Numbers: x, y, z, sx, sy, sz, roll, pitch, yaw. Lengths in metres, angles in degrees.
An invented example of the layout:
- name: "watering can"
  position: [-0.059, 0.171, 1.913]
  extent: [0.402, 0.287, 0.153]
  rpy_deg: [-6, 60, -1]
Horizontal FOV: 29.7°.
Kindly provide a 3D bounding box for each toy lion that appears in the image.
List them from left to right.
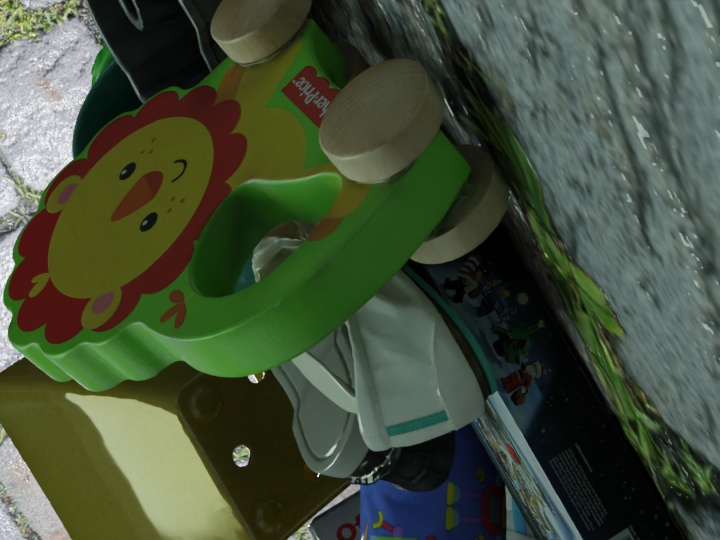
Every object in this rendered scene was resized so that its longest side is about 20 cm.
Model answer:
- name: "toy lion"
  position: [-0.062, -0.023, 0.551]
  extent: [0.069, 0.192, 0.200]
  rpy_deg: [46, 180, -37]

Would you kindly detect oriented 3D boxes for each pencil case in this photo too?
- name: "pencil case"
  position: [0.033, 0.127, 0.709]
  extent: [0.078, 0.086, 0.203]
  rpy_deg: [29, -122, -63]

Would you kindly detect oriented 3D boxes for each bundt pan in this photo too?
- name: "bundt pan"
  position: [-0.089, -0.154, 0.698]
  extent: [0.202, 0.075, 0.203]
  rpy_deg: [51, 161, 24]

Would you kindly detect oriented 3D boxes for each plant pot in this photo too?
- name: "plant pot"
  position: [-0.096, 0.103, 0.913]
  extent: [0.199, 0.195, 0.196]
  rpy_deg: [-11, 111, 56]

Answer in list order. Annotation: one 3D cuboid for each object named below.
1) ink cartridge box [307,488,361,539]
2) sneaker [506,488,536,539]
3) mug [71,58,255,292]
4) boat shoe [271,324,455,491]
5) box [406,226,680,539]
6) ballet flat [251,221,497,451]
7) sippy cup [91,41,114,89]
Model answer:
- name: "ink cartridge box"
  position: [0.072, 0.220, 0.913]
  extent: [0.202, 0.144, 0.084]
  rpy_deg: [59, 174, 10]
- name: "sneaker"
  position: [0.098, 0.170, 0.758]
  extent: [0.077, 0.080, 0.200]
  rpy_deg: [60, 176, -22]
- name: "mug"
  position: [-0.075, -0.053, 0.814]
  extent: [0.186, 0.151, 0.115]
  rpy_deg: [55, 177, 39]
- name: "boat shoe"
  position: [-0.002, 0.035, 0.661]
  extent: [0.060, 0.074, 0.200]
  rpy_deg: [21, -161, -22]
- name: "box"
  position: [0.067, 0.048, 0.619]
  extent: [0.202, 0.037, 0.137]
  rpy_deg: [60, 175, 3]
- name: "ballet flat"
  position: [-0.012, 0.006, 0.582]
  extent: [0.200, 0.069, 0.070]
  rpy_deg: [54, 172, 52]
- name: "sippy cup"
  position: [-0.131, -0.154, 0.988]
  extent: [0.138, 0.179, 0.131]
  rpy_deg: [21, -153, -26]
